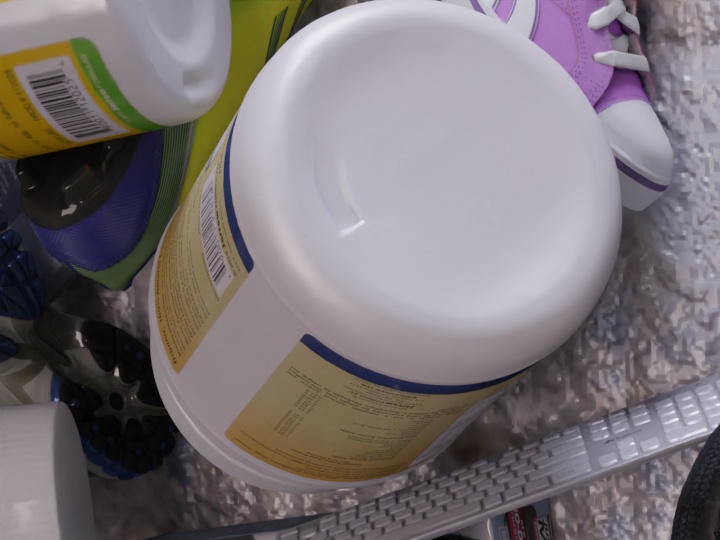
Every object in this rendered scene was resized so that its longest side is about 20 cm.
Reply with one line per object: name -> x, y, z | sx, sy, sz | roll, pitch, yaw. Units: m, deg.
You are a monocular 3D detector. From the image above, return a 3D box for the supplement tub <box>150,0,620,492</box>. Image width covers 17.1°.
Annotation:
supplement tub -> 0.000, 0.000, 0.919 | 0.145, 0.144, 0.200 | 64, 155, 12

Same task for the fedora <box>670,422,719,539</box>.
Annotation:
fedora -> 0.216, 0.119, 0.879 | 0.200, 0.092, 0.201 | 2, 94, 29

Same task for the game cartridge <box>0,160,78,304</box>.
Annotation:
game cartridge -> -0.165, -0.093, 1.091 | 0.133, 0.040, 0.200 | -42, 72, 50

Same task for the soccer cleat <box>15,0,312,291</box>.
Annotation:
soccer cleat -> -0.069, -0.079, 1.022 | 0.065, 0.084, 0.200 | 22, 67, 38

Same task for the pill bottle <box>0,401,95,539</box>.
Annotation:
pill bottle -> -0.217, 0.113, 1.008 | 0.200, 0.110, 0.110 | -8, 89, 2

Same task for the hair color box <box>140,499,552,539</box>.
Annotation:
hair color box -> -0.013, 0.155, 1.027 | 0.200, 0.061, 0.099 | -11, 87, 29

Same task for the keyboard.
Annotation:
keyboard -> 0.059, 0.083, 0.947 | 0.200, 0.056, 0.011 | -21, 100, 6

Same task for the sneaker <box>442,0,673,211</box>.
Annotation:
sneaker -> 0.090, -0.129, 0.951 | 0.114, 0.073, 0.201 | -36, 75, 23

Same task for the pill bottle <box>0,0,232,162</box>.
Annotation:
pill bottle -> -0.162, -0.095, 0.947 | 0.200, 0.111, 0.111 | -10, 87, 21

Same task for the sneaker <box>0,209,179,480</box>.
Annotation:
sneaker -> -0.176, 0.031, 1.063 | 0.085, 0.077, 0.200 | -20, 123, 42
